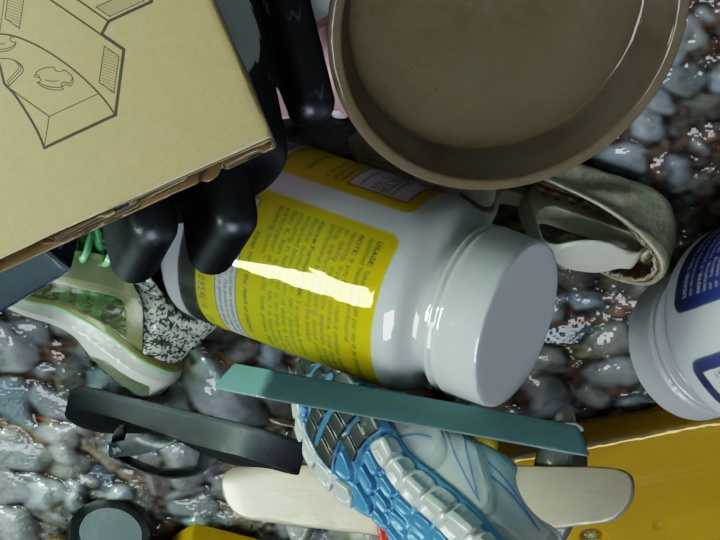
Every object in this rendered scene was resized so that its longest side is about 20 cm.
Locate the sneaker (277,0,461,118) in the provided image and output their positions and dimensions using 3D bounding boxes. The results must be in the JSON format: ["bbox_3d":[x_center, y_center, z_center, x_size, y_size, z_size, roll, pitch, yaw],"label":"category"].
[{"bbox_3d":[-0.030,-0.103,1.414,0.200,0.075,0.105,-31,120,26],"label":"sneaker"}]

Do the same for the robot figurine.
[{"bbox_3d":[-0.105,-0.098,1.307,0.125,0.200,0.150,-22,160,30],"label":"robot figurine"}]

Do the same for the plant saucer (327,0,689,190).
[{"bbox_3d":[0.076,-0.137,1.353,0.200,0.029,0.200,-8,120,-14],"label":"plant saucer"}]

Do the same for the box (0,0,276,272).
[{"bbox_3d":[-0.151,-0.113,1.245,0.163,0.200,0.021,-24,163,3],"label":"box"}]

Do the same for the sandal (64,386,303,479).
[{"bbox_3d":[-0.118,0.106,1.592,0.076,0.043,0.200,21,172,-40],"label":"sandal"}]

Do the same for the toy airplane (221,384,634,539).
[{"bbox_3d":[0.041,0.131,1.600,0.200,0.141,0.199,42,110,3],"label":"toy airplane"}]

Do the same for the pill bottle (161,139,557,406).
[{"bbox_3d":[0.000,0.000,1.439,0.200,0.114,0.114,20,141,25],"label":"pill bottle"}]

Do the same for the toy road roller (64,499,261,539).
[{"bbox_3d":[-0.129,0.258,1.741,0.200,0.146,0.123,12,136,-7],"label":"toy road roller"}]

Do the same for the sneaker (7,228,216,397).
[{"bbox_3d":[-0.156,-0.007,1.540,0.089,0.077,0.200,-36,130,23],"label":"sneaker"}]

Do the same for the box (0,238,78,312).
[{"bbox_3d":[-0.222,-0.066,1.382,0.148,0.200,0.107,-28,123,30],"label":"box"}]

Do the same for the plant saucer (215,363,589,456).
[{"bbox_3d":[0.024,0.076,1.414,0.200,0.019,0.070,11,177,-23],"label":"plant saucer"}]

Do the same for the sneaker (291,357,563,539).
[{"bbox_3d":[0.039,0.113,1.488,0.087,0.200,0.075,-19,148,-40],"label":"sneaker"}]

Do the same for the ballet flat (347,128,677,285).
[{"bbox_3d":[0.089,-0.041,1.476,0.200,0.062,0.067,15,134,-9],"label":"ballet flat"}]

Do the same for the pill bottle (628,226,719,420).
[{"bbox_3d":[0.241,0.023,1.454,0.120,0.120,0.200,27,156,-20],"label":"pill bottle"}]

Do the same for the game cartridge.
[{"bbox_3d":[0.196,0.154,1.689,0.200,0.032,0.176,-12,133,14],"label":"game cartridge"}]
